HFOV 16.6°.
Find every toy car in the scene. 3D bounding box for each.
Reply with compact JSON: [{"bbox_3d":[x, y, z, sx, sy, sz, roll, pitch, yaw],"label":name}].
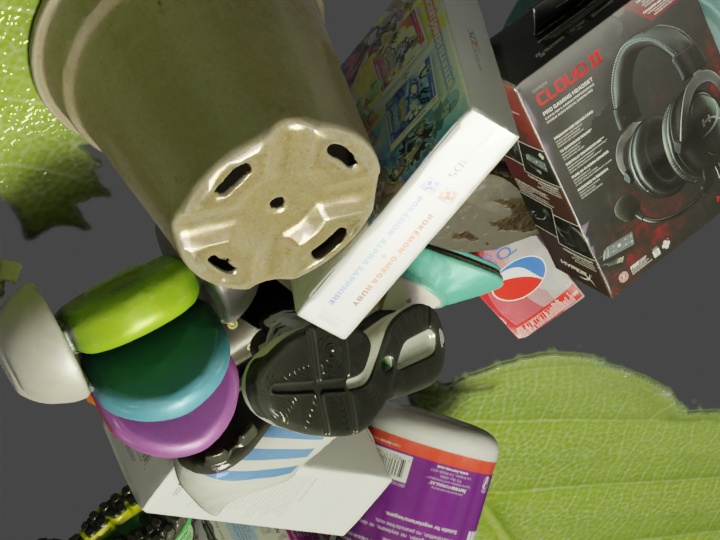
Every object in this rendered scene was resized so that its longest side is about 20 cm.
[{"bbox_3d":[-0.143,0.053,1.635,0.174,0.151,0.200,-27,-178,-12],"label":"toy car"}]

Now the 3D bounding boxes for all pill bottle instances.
[{"bbox_3d":[0.032,0.210,1.931,0.112,0.112,0.201,15,92,-42],"label":"pill bottle"}]

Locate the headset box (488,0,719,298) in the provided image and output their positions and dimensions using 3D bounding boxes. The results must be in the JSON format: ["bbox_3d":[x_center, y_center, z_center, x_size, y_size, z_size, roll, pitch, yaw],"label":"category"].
[{"bbox_3d":[0.168,-0.109,1.643,0.149,0.077,0.201,-36,122,-15],"label":"headset box"}]

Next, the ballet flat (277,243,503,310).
[{"bbox_3d":[0.000,0.000,1.713,0.199,0.071,0.067,20,164,-11],"label":"ballet flat"}]

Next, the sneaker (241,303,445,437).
[{"bbox_3d":[-0.040,0.068,1.625,0.115,0.076,0.200,-4,-175,34],"label":"sneaker"}]

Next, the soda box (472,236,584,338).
[{"bbox_3d":[0.088,-0.030,1.797,0.063,0.070,0.200,-36,141,6],"label":"soda box"}]

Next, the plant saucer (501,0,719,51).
[{"bbox_3d":[0.193,-0.144,1.727,0.199,0.036,0.201,-8,127,-10],"label":"plant saucer"}]

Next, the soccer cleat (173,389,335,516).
[{"bbox_3d":[-0.046,0.101,1.746,0.199,0.070,0.087,-30,144,-17],"label":"soccer cleat"}]

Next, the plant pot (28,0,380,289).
[{"bbox_3d":[-0.083,-0.096,1.521,0.200,0.184,0.201,-17,141,-15],"label":"plant pot"}]

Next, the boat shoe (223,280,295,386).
[{"bbox_3d":[-0.085,0.034,1.761,0.201,0.072,0.061,-30,139,-12],"label":"boat shoe"}]

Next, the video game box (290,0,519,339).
[{"bbox_3d":[0.018,-0.082,1.590,0.047,0.200,0.182,27,117,-23],"label":"video game box"}]

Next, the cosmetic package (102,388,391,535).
[{"bbox_3d":[-0.084,0.133,1.845,0.199,0.102,0.074,14,126,-40],"label":"cosmetic package"}]

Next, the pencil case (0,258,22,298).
[{"bbox_3d":[-0.306,0.053,1.623,0.089,0.078,0.200,31,118,-6],"label":"pencil case"}]

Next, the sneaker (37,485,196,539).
[{"bbox_3d":[-0.212,0.245,1.904,0.199,0.078,0.085,-29,143,-3],"label":"sneaker"}]

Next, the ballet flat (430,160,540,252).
[{"bbox_3d":[0.109,-0.053,1.707,0.199,0.046,0.068,-3,128,-30],"label":"ballet flat"}]

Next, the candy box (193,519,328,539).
[{"bbox_3d":[-0.058,0.250,2.023,0.199,0.061,0.137,-2,134,-32],"label":"candy box"}]
